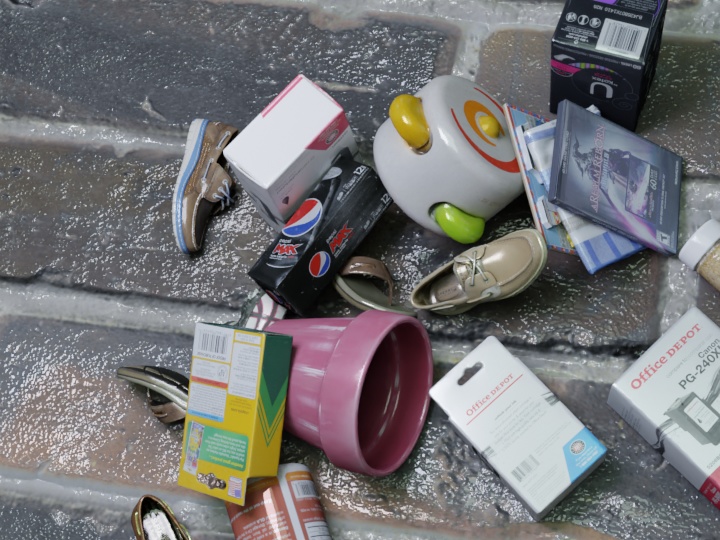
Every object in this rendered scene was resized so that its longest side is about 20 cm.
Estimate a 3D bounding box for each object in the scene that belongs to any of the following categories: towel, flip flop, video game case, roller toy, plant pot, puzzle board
[{"bbox_3d":[0.294,-0.106,1.575,0.147,0.024,0.200,-21,84,-38],"label":"towel"},{"bbox_3d":[-0.229,0.175,1.597,0.200,0.081,0.058,27,96,12],"label":"flip flop"},{"bbox_3d":[0.325,-0.116,1.573,0.200,0.019,0.143,22,64,-26],"label":"video game case"},{"bbox_3d":[0.000,0.000,1.609,0.200,0.081,0.058,45,111,33],"label":"flip flop"},{"bbox_3d":[0.121,-0.150,1.582,0.200,0.182,0.140,49,124,-3],"label":"roller toy"},{"bbox_3d":[-0.032,0.137,1.528,0.179,0.200,0.200,10,72,29],"label":"plant pot"},{"bbox_3d":[0.253,-0.111,1.589,0.017,0.151,0.200,-28,65,35],"label":"puzzle board"}]

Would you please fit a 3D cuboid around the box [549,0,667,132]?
[{"bbox_3d":[0.316,-0.275,1.603,0.122,0.200,0.106,18,74,14],"label":"box"}]

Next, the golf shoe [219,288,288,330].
[{"bbox_3d":[-0.126,0.070,1.630,0.088,0.077,0.200,45,82,-3],"label":"golf shoe"}]

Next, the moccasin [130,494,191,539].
[{"bbox_3d":[-0.220,0.365,1.522,0.074,0.078,0.201,-19,66,-15],"label":"moccasin"}]

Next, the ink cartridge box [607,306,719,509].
[{"bbox_3d":[0.415,0.166,1.485,0.145,0.083,0.200,-43,70,-7],"label":"ink cartridge box"}]

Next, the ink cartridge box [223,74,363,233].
[{"bbox_3d":[-0.080,-0.138,1.617,0.085,0.200,0.146,41,81,19],"label":"ink cartridge box"}]

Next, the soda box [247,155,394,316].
[{"bbox_3d":[-0.049,-0.045,1.573,0.063,0.071,0.200,25,72,44],"label":"soda box"}]

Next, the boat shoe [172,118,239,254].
[{"bbox_3d":[-0.208,-0.117,1.699,0.072,0.072,0.200,3,71,9],"label":"boat shoe"}]

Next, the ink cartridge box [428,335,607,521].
[{"bbox_3d":[0.190,0.191,1.528,0.116,0.067,0.200,-41,70,-6],"label":"ink cartridge box"}]

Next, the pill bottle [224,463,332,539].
[{"bbox_3d":[-0.086,0.342,1.494,0.112,0.112,0.200,-20,69,1],"label":"pill bottle"}]

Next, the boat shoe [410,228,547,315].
[{"bbox_3d":[0.145,0.006,1.545,0.200,0.065,0.072,-28,71,42],"label":"boat shoe"}]

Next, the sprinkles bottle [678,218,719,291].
[{"bbox_3d":[0.489,0.023,1.540,0.068,0.068,0.200,-43,70,-7],"label":"sprinkles bottle"}]

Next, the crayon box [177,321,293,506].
[{"bbox_3d":[-0.150,0.168,1.484,0.126,0.052,0.200,7,89,43],"label":"crayon box"}]
